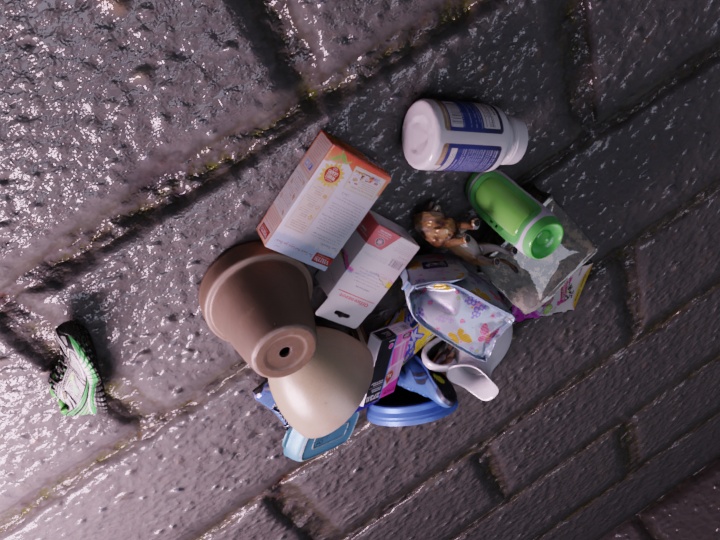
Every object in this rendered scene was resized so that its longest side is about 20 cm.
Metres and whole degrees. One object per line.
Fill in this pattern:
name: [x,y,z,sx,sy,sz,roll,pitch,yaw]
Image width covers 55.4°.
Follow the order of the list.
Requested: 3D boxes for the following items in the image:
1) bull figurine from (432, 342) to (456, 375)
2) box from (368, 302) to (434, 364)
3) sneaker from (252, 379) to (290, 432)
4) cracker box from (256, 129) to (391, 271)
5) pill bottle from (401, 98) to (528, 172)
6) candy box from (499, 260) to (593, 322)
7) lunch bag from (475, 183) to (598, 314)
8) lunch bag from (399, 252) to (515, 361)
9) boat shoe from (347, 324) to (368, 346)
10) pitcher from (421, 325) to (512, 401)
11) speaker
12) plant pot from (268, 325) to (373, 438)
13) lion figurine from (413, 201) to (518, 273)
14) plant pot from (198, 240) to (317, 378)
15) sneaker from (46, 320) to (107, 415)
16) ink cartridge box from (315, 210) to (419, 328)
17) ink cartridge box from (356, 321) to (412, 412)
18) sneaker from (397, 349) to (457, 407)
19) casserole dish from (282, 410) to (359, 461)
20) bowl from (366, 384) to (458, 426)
bull figurine: [0.244,0.211,1.563,0.198,0.065,0.123,7,118,-37]
box: [0.104,0.117,1.401,0.200,0.065,0.070,-43,135,8]
sneaker: [-0.133,0.273,1.359,0.078,0.090,0.199,-35,137,21]
cracker box: [-0.061,-0.109,1.120,0.133,0.058,0.201,23,111,-40]
pill bottle: [0.176,-0.220,1.133,0.197,0.111,0.112,-3,127,-29]
candy box: [0.403,0.034,1.515,0.197,0.061,0.138,-10,129,-25]
lunch bag: [0.333,-0.035,1.349,0.164,0.118,0.200,41,98,-20]
lunch bag: [0.164,0.048,1.254,0.198,0.170,0.128,29,105,-8]
boat shoe: [-0.018,0.195,1.387,0.074,0.075,0.205,-14,132,-13]
pitcher: [0.225,0.147,1.425,0.169,0.202,0.122,22,140,3]
speaker: [0.269,-0.105,1.218,0.087,0.201,0.090,-17,132,-20]
plant pot: [-0.093,0.179,1.240,0.200,0.201,0.134,-43,119,8]
lion figurine: [0.191,-0.048,1.255,0.199,0.122,0.073,39,68,-28]
plant pot: [-0.151,0.080,1.139,0.197,0.175,0.203,-17,134,-19]
sneaker: [-0.459,0.166,1.092,0.084,0.078,0.202,-12,131,-21]
ink cartridge box: [0.000,0.000,1.240,0.116,0.068,0.201,24,109,-41]
ink cartridge box: [0.038,0.199,1.339,0.094,0.037,0.203,-15,131,-45]
sneaker: [0.126,0.230,1.408,0.065,0.200,0.079,26,103,-38]
casserole dish: [-0.070,0.317,1.364,0.198,0.039,0.123,-9,126,-48]
bowl: [0.107,0.279,1.458,0.197,0.200,0.040,-11,95,-23]
